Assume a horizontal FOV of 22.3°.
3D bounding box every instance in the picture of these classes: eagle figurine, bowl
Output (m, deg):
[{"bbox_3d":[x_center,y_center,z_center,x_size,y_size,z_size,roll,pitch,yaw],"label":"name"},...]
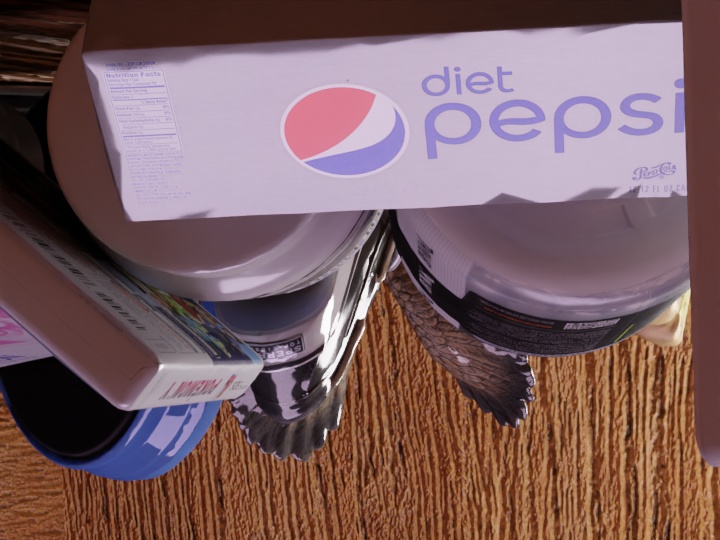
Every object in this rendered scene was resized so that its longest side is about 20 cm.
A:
[{"bbox_3d":[0.005,0.000,0.999,0.150,0.201,0.152,-3,174,-33],"label":"eagle figurine"},{"bbox_3d":[-0.127,0.002,0.891,0.039,0.202,0.200,0,178,-38],"label":"bowl"}]

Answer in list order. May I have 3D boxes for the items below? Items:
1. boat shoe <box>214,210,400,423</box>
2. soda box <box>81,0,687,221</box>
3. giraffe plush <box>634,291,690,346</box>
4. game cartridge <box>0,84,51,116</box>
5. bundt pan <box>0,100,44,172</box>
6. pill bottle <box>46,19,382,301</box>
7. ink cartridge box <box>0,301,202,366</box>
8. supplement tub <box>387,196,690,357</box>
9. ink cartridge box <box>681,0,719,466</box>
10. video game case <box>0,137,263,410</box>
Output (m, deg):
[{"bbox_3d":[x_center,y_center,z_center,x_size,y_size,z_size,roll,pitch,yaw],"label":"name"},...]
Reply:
[{"bbox_3d":[-0.013,-0.017,0.836,0.073,0.068,0.200,-2,-137,13],"label":"boat shoe"},{"bbox_3d":[0.031,-0.062,0.485,0.199,0.068,0.064,-2,138,6],"label":"soda box"},{"bbox_3d":[0.184,-0.050,1.431,0.161,0.173,0.200,8,-143,15],"label":"giraffe plush"},{"bbox_3d":[-0.195,-0.081,1.011,0.199,0.039,0.129,-2,176,-35],"label":"game cartridge"},{"bbox_3d":[-0.234,-0.046,0.831,0.201,0.076,0.202,3,169,1],"label":"bundt pan"},{"bbox_3d":[-0.047,-0.046,0.667,0.113,0.114,0.200,-2,179,3],"label":"pill bottle"},{"bbox_3d":[-0.203,0.007,0.794,0.199,0.044,0.196,9,168,-37],"label":"ink cartridge box"},{"bbox_3d":[0.068,-0.035,0.625,0.122,0.123,0.200,-2,171,1],"label":"supplement tub"},{"bbox_3d":[0.179,-0.039,0.341,0.199,0.148,0.146,-1,-179,38],"label":"ink cartridge box"},{"bbox_3d":[-0.129,-0.023,0.636,0.200,0.023,0.182,39,-178,7],"label":"video game case"}]
